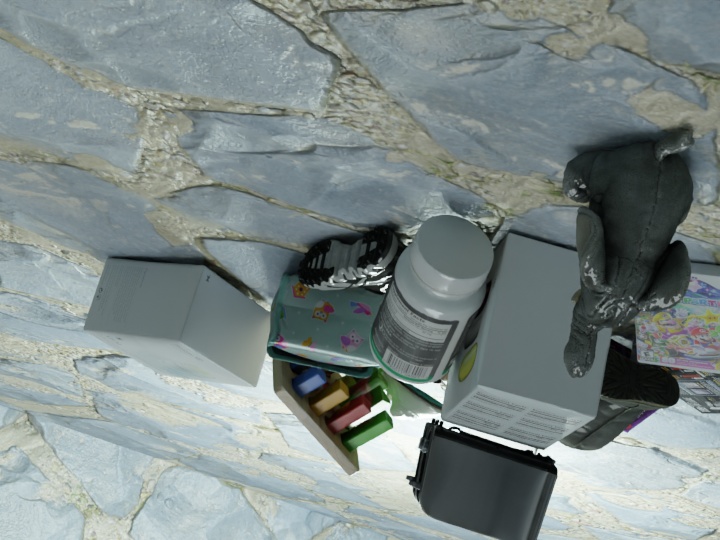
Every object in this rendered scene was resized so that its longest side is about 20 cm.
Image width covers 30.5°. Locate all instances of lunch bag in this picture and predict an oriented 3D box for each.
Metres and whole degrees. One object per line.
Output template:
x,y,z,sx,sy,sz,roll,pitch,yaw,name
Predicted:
-0.045,0.076,1.840,0.168,0.124,0.200,12,172,-5,lunch bag

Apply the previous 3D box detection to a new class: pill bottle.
0.085,0.035,1.566,0.111,0.114,0.201,15,138,-5,pill bottle

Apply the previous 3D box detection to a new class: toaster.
0.162,0.276,1.719,0.197,0.120,0.181,18,176,0,toaster

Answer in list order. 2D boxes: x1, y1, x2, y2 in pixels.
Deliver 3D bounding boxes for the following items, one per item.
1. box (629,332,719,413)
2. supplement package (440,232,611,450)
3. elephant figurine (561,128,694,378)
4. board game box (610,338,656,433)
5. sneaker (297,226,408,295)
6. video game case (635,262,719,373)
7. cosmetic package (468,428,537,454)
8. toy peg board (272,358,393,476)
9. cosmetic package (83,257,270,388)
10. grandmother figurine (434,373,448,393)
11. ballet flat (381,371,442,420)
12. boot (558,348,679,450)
0.476,0.137,1.751,0.156,0.050,0.199,-6,152,45,box
0.201,0.090,1.591,0.145,0.194,0.200,15,161,-4,supplement package
0.255,-0.010,1.263,0.140,0.203,0.155,2,158,30,elephant figurine
0.340,0.152,1.832,0.198,0.033,0.120,27,124,-27,board game box
0.000,0.000,1.670,0.090,0.067,0.199,29,153,-32,sneaker
0.396,0.057,1.563,0.141,0.018,0.201,7,145,19,video game case
0.208,0.199,1.837,0.105,0.091,0.200,18,162,8,cosmetic package
-0.037,0.158,1.961,0.097,0.201,0.200,-30,121,14,toy peg board
-0.267,0.080,1.978,0.198,0.125,0.199,2,158,34,cosmetic package
0.102,0.148,2.039,0.199,0.061,0.121,28,-176,-42,grandmother figurine
0.057,0.193,2.049,0.069,0.070,0.199,31,-177,-42,ballet flat
0.308,0.175,1.771,0.180,0.074,0.200,23,154,-17,boot
